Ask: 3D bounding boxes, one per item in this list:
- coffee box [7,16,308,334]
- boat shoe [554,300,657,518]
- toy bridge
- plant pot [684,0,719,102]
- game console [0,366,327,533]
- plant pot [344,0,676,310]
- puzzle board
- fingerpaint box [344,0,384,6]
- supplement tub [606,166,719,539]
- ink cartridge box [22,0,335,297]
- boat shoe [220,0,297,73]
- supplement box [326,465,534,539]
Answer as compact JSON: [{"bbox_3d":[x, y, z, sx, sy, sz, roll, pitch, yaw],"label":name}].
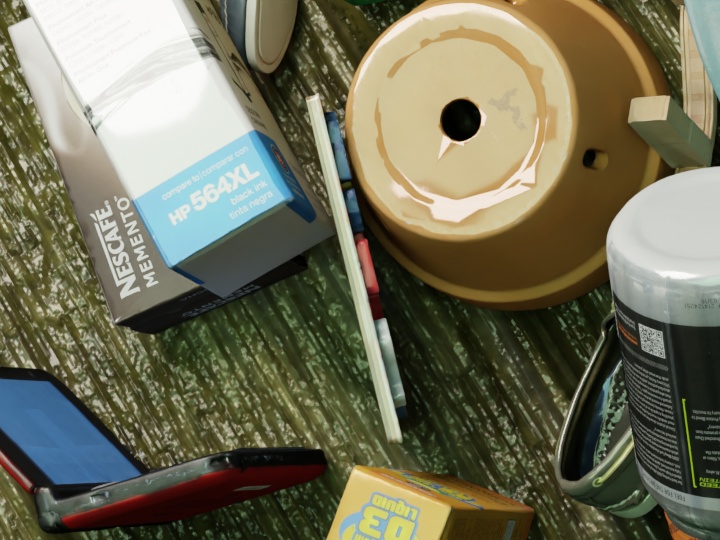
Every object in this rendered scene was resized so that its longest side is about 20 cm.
[{"bbox_3d":[-0.124,-0.075,1.707,0.113,0.080,0.201,-22,80,11],"label":"coffee box"},{"bbox_3d":[0.172,0.045,1.611,0.072,0.060,0.202,24,94,44],"label":"boat shoe"},{"bbox_3d":[0.180,-0.078,1.598,0.027,0.067,0.201,-2,65,32],"label":"toy bridge"},{"bbox_3d":[0.283,-0.151,1.540,0.195,0.196,0.201,-7,97,16],"label":"plant pot"},{"bbox_3d":[-0.135,0.089,1.636,0.172,0.200,0.119,-18,82,15],"label":"game console"},{"bbox_3d":[0.074,-0.080,1.617,0.199,0.140,0.201,-1,85,18],"label":"plant pot"},{"bbox_3d":[0.000,0.000,1.620,0.017,0.151,0.201,-13,89,0],"label":"puzzle board"},{"bbox_3d":[0.071,-0.260,1.665,0.199,0.073,0.168,-9,84,16],"label":"fingerpaint box"},{"bbox_3d":[0.204,0.055,1.514,0.122,0.123,0.201,0,122,17],"label":"supplement tub"},{"bbox_3d":[-0.106,-0.096,1.588,0.084,0.146,0.201,-29,80,5],"label":"ink cartridge box"},{"bbox_3d":[-0.076,-0.219,1.706,0.062,0.075,0.201,-2,84,15],"label":"boat shoe"},{"bbox_3d":[0.041,0.153,1.579,0.066,0.200,0.069,21,93,17],"label":"supplement box"}]
